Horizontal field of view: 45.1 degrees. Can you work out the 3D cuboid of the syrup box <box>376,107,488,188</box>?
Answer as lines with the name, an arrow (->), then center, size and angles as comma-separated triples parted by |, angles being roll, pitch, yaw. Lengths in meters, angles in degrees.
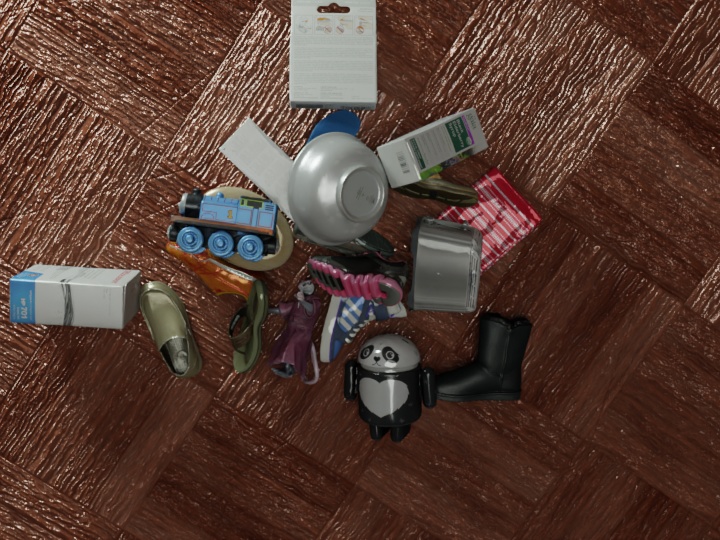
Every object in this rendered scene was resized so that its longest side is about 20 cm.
syrup box -> 0.132, -0.220, 1.549 | 0.200, 0.081, 0.079 | -29, 102, -37

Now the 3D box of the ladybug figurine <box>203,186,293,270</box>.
ladybug figurine -> -0.216, -0.080, 1.611 | 0.200, 0.072, 0.136 | 34, 95, -7

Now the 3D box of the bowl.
bowl -> -0.021, -0.136, 1.504 | 0.201, 0.090, 0.202 | -9, 105, -34

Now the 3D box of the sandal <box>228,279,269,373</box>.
sandal -> -0.216, 0.102, 1.614 | 0.057, 0.080, 0.202 | -3, 124, -28

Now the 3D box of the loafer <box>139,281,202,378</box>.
loafer -> -0.357, 0.114, 1.636 | 0.075, 0.068, 0.201 | -25, 99, 2

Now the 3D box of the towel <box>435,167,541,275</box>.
towel -> 0.230, -0.082, 1.657 | 0.200, 0.022, 0.145 | -42, 98, 4

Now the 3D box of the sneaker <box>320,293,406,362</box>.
sneaker -> 0.011, 0.092, 1.642 | 0.146, 0.081, 0.201 | 14, 92, 1

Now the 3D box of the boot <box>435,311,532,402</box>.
boot -> 0.226, 0.163, 1.665 | 0.199, 0.076, 0.169 | 2, 102, -10

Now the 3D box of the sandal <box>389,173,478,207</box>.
sandal -> 0.125, -0.168, 1.614 | 0.199, 0.080, 0.054 | 13, 73, 0

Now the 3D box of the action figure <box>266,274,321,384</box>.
action figure -> -0.106, 0.104, 1.624 | 0.149, 0.134, 0.201 | 25, 77, -32

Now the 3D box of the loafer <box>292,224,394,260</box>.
loafer -> -0.033, -0.058, 1.620 | 0.200, 0.072, 0.063 | 23, 121, -24

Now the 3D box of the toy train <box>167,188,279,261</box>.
toy train -> -0.239, -0.080, 1.534 | 0.199, 0.087, 0.115 | 8, 89, -2

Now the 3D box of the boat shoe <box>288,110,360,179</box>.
boat shoe -> -0.075, -0.215, 1.580 | 0.084, 0.069, 0.200 | 38, 62, 7

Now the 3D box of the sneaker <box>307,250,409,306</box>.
sneaker -> 0.000, 0.000, 1.579 | 0.199, 0.096, 0.079 | 15, 143, 24

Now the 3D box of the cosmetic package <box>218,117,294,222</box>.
cosmetic package -> -0.161, -0.183, 1.608 | 0.083, 0.051, 0.200 | -45, 99, 1

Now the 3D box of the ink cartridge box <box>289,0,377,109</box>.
ink cartridge box -> -0.050, -0.397, 1.593 | 0.159, 0.047, 0.201 | 0, 82, -3

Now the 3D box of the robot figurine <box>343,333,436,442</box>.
robot figurine -> 0.055, 0.221, 1.643 | 0.150, 0.125, 0.201 | -4, 100, -18

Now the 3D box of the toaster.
toaster -> 0.156, 0.000, 1.604 | 0.129, 0.114, 0.201 | 6, 112, 10

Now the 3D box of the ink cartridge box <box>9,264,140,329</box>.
ink cartridge box -> -0.515, 0.045, 1.579 | 0.199, 0.146, 0.086 | 5, 100, -3

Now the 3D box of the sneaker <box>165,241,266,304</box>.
sneaker -> -0.277, 0.004, 1.624 | 0.200, 0.073, 0.077 | 28, 107, -4
